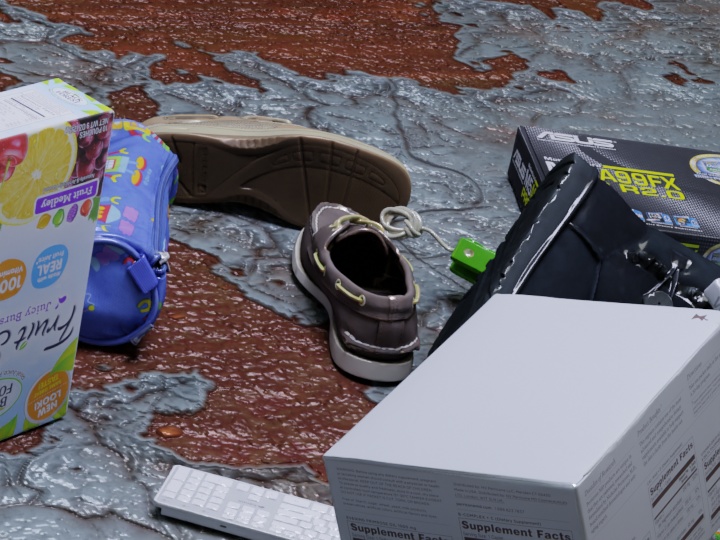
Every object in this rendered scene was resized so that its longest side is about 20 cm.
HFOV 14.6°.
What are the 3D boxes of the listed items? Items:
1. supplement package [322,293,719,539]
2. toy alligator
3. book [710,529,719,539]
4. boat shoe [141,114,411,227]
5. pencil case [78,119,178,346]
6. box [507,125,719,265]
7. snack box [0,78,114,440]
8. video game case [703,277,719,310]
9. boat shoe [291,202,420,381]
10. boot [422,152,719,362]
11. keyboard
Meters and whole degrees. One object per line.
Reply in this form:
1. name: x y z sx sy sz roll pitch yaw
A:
1. supplement package: 0.101 0.108 1.533 0.155 0.111 0.200 4 27 32
2. toy alligator: 0.103 0.009 1.895 0.199 0.059 0.054 25 -12 24
3. book: 0.187 0.153 1.651 0.133 0.048 0.200 11 23 -10
4. boat shoe: -0.062 -0.079 1.973 0.199 0.072 0.065 10 26 -3
5. pencil case: -0.158 -0.026 1.809 0.086 0.078 0.200 -16 25 8
6. box: 0.219 -0.043 2.061 0.199 0.044 0.160 8 26 -11
7. snack box: -0.215 0.004 1.580 0.053 0.201 0.142 28 29 31
8. video game case: 0.318 0.077 1.784 0.143 0.018 0.200 -14 64 -43
9. boat shoe: 0.000 0.000 1.852 0.071 0.060 0.200 6 26 -13
10. boot: 0.149 0.047 1.785 0.168 0.200 0.076 38 -20 -8
11. keyboard: -0.017 0.148 1.598 0.199 0.011 0.056 15 25 5
